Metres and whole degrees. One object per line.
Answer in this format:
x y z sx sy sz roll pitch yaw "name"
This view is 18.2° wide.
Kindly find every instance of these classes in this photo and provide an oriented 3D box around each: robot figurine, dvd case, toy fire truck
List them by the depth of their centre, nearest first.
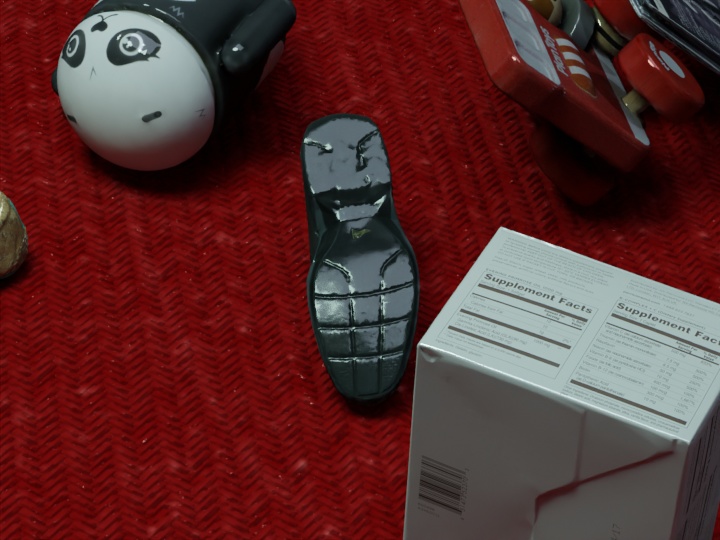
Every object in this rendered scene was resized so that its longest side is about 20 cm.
0.131 -0.154 1.538 0.168 0.112 0.201 32 27 -34 "toy fire truck"
-0.129 -0.157 1.572 0.125 0.150 0.200 36 46 0 "robot figurine"
0.245 -0.182 1.620 0.200 0.016 0.149 30 27 -35 "dvd case"

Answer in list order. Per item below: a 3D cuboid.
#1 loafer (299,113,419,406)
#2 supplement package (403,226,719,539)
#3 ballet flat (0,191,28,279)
0.000 0.000 1.446 0.072 0.072 0.201 -2 62 -1 "loafer"
0.116 0.105 1.233 0.155 0.201 0.111 20 43 18 "supplement package"
-0.312 -0.013 1.442 0.199 0.066 0.071 -17 45 -22 "ballet flat"
